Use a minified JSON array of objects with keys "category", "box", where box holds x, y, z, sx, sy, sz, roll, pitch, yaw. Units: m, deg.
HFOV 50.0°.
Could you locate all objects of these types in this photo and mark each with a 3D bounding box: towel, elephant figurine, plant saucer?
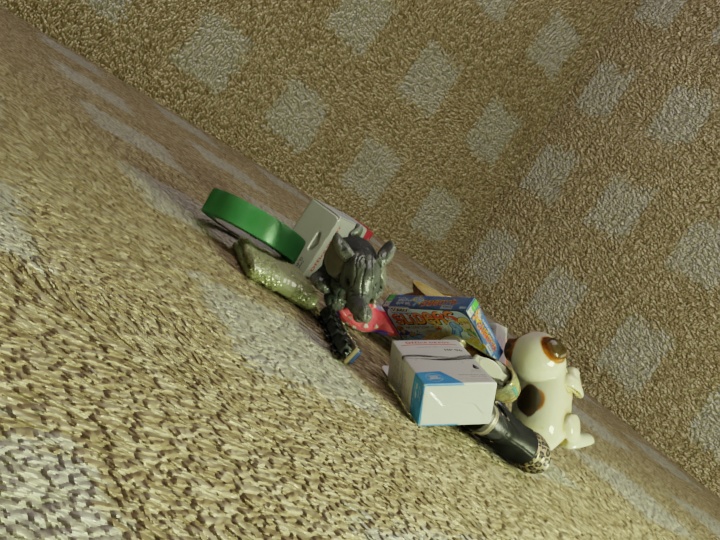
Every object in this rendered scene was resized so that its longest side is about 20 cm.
[{"category":"towel","box":[-0.150,0.000,1.351,0.148,0.037,0.200,31,7,-22]},{"category":"elephant figurine","box":[0.000,0.000,1.294,0.156,0.141,0.200,59,-16,1]},{"category":"plant saucer","box":[0.180,0.090,1.572,0.199,0.036,0.200,33,9,-6]}]

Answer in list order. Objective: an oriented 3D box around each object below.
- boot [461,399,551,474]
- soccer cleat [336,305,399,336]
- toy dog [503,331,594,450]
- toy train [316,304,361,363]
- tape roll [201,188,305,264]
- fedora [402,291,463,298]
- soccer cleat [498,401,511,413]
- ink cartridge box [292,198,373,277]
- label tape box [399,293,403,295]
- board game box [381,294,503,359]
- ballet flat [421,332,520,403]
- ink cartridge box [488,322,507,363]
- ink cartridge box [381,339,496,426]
[{"category":"boot","box":[0.212,0.243,1.239,0.150,0.073,0.200,38,-3,-16]},{"category":"soccer cleat","box":[0.011,0.088,1.464,0.076,0.068,0.199,-8,-17,41]},{"category":"toy dog","box":[0.311,0.209,1.364,0.192,0.203,0.139,-2,-2,-41]},{"category":"toy train","box":[-0.034,0.102,1.218,0.046,0.034,0.200,45,2,-19]},{"category":"tape roll","box":[-0.199,-0.081,1.439,0.199,0.049,0.200,28,-7,4]},{"category":"fedora","box":[0.177,0.111,1.825,0.198,0.083,0.201,7,-18,2]},{"category":"soccer cleat","box":[0.183,0.222,1.343,0.073,0.069,0.200,-7,40,-38]},{"category":"ink cartridge box","box":[-0.071,-0.058,1.664,0.085,0.148,0.200,36,6,23]},{"category":"label tape box","box":[0.167,0.137,1.606,0.199,0.067,0.143,27,10,-33]},{"category":"board game box","box":[0.148,0.106,1.409,0.199,0.035,0.136,0,-49,45]},{"category":"ballet flat","box":[0.185,0.153,1.316,0.199,0.071,0.071,31,5,28]},{"category":"ink cartridge box","box":[0.271,0.196,1.494,0.056,0.165,0.199,-4,-14,32]},{"category":"ink cartridge box","box":[0.113,0.158,1.178,0.115,0.069,0.200,1,17,-16]}]
